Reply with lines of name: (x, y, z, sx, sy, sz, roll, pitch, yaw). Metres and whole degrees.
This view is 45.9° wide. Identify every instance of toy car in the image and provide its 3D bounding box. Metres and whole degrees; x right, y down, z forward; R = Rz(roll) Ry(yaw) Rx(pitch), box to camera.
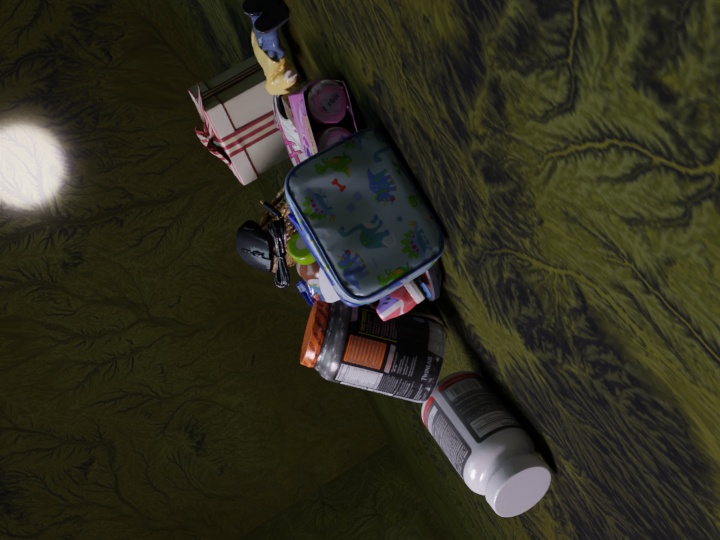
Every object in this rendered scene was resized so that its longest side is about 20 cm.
toy car: (0.000, 0.000, 1.448, 0.200, 0.158, 0.164, 43, 176, 25)

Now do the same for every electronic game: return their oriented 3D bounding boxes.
electronic game: (0.058, -0.045, 1.230, 0.201, 0.041, 0.200, 59, 172, 13)

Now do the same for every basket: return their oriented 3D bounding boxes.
basket: (-0.128, -0.109, 1.567, 0.150, 0.142, 0.200, 58, 139, 8)

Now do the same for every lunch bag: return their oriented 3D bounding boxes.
lunch bag: (0.000, -0.066, 1.089, 0.202, 0.160, 0.082, 58, 172, 6)
lunch bag: (-0.056, 0.012, 1.776, 0.095, 0.149, 0.200, 61, 172, -11)

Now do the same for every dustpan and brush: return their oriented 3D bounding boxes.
dustpan and brush: (-0.027, 0.036, 1.377, 0.140, 0.057, 0.200, 45, 147, -6)

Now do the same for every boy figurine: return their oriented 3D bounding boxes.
boy figurine: (-0.129, -0.333, 1.320, 0.125, 0.064, 0.201, 57, 172, 24)

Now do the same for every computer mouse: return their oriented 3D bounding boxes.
computer mouse: (-0.182, -0.061, 1.486, 0.200, 0.045, 0.142, 39, 136, 53)

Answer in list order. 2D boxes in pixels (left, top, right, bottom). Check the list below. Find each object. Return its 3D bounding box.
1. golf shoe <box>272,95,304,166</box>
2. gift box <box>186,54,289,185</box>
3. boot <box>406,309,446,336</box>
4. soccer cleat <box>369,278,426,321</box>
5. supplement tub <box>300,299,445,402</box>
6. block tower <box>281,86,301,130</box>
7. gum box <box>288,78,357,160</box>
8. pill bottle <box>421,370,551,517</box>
golf shoe: (-0.100, -0.232, 1.467, 0.201, 0.072, 0.092, 58, 171, 20)
gift box: (-0.226, -0.300, 1.615, 0.202, 0.185, 0.185, 63, 171, -29)
boot: (0.094, 0.114, 1.425, 0.199, 0.073, 0.154, 29, 162, -34)
soccer cleat: (0.034, 0.021, 1.245, 0.069, 0.073, 0.200, 54, 176, -17)
supplement tub: (0.017, 0.115, 1.256, 0.197, 0.124, 0.122, 15, 180, -8)
block tower: (-0.053, -0.203, 1.333, 0.201, 0.054, 0.058, 57, 172, 24)
gum box: (-0.041, -0.169, 1.199, 0.113, 0.065, 0.203, -148, 42, -73)
pill bottle: (0.180, 0.250, 1.233, 0.200, 0.115, 0.117, 53, 170, 48)
